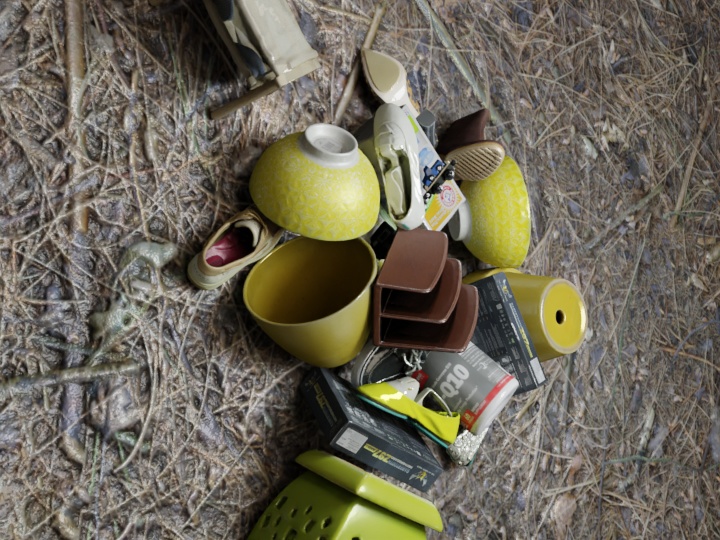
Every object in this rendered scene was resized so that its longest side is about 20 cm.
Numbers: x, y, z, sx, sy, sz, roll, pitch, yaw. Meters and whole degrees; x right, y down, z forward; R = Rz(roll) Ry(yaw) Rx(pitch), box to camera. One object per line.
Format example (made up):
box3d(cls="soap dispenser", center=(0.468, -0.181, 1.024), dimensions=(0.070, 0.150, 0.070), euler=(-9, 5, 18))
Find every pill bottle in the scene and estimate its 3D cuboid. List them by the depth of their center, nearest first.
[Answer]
box3d(cls="pill bottle", center=(0.146, 0.162, 1.389), dimensions=(0.200, 0.114, 0.114), euler=(39, 52, 18))

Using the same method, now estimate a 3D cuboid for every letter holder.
box3d(cls="letter holder", center=(0.106, 0.026, 1.265), dimensions=(0.200, 0.141, 0.101), euler=(-65, 158, -60))

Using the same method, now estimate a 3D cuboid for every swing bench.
box3d(cls="swing bench", center=(-0.164, -0.347, 1.213), dimensions=(0.129, 0.199, 0.200), euler=(-36, 106, -36))

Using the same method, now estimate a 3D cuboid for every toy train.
box3d(cls="toy train", center=(0.080, -0.103, 1.361), dimensions=(0.046, 0.034, 0.200), euler=(39, 96, -7))

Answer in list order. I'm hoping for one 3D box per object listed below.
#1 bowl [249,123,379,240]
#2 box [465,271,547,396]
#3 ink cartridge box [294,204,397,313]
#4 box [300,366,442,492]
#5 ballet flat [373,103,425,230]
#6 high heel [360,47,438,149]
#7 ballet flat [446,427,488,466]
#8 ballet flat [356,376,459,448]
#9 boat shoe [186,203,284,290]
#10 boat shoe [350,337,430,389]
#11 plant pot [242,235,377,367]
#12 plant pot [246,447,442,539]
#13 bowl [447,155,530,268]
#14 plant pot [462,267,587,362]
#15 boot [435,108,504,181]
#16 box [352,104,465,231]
box3d(cls="bowl", center=(-0.055, -0.148, 1.255), dimensions=(0.198, 0.108, 0.201), euler=(13, 38, -10))
box3d(cls="box", center=(0.206, 0.122, 1.447), dimensions=(0.051, 0.157, 0.202), euler=(-14, 81, -56))
box3d(cls="ink cartridge box", center=(0.000, 0.000, 1.393), dimensions=(0.146, 0.048, 0.200), euler=(53, 53, -21))
box3d(cls="box", center=(0.015, 0.239, 1.293), dimensions=(0.199, 0.158, 0.051), euler=(34, 100, -31))
box3d(cls="ballet flat", center=(0.055, -0.162, 1.306), dimensions=(0.069, 0.069, 0.202), euler=(-9, 87, -39))
box3d(cls="high heel", center=(0.062, -0.289, 1.495), dimensions=(0.071, 0.143, 0.200), euler=(-36, 74, -8))
box3d(cls="ballet flat", center=(0.209, 0.254, 1.514), dimensions=(0.072, 0.071, 0.200), euler=(52, 55, -21))
box3d(cls="ballet flat", center=(0.078, 0.201, 1.289), dimensions=(0.199, 0.067, 0.067), euler=(35, 82, -29))
box3d(cls="boat shoe", center=(-0.166, -0.048, 1.243), dimensions=(0.074, 0.066, 0.200), euler=(44, 57, -4))
box3d(cls="boat shoe", center=(0.074, 0.121, 1.305), dimensions=(0.199, 0.068, 0.074), euler=(-34, 131, -26))
box3d(cls="plant pot", center=(-0.057, 0.059, 1.266), dimensions=(0.200, 0.199, 0.143), euler=(-50, 139, -32))
box3d(cls="plant pot", center=(-0.016, 0.372, 1.204), dimensions=(0.199, 0.198, 0.183), euler=(32, 77, -31))
box3d(cls="bowl", center=(0.215, -0.098, 1.514), dimensions=(0.107, 0.200, 0.202), euler=(-7, 87, -11))
box3d(cls="plant pot", center=(0.289, 0.088, 1.522), dimensions=(0.199, 0.188, 0.203), euler=(7, 79, -37))
box3d(cls="boot", center=(0.192, -0.228, 1.484), dimensions=(0.072, 0.199, 0.167), euler=(39, 59, -21))
box3d(cls="box", center=(0.068, -0.156, 1.435), dimensions=(0.113, 0.101, 0.201), euler=(-47, 112, -32))
